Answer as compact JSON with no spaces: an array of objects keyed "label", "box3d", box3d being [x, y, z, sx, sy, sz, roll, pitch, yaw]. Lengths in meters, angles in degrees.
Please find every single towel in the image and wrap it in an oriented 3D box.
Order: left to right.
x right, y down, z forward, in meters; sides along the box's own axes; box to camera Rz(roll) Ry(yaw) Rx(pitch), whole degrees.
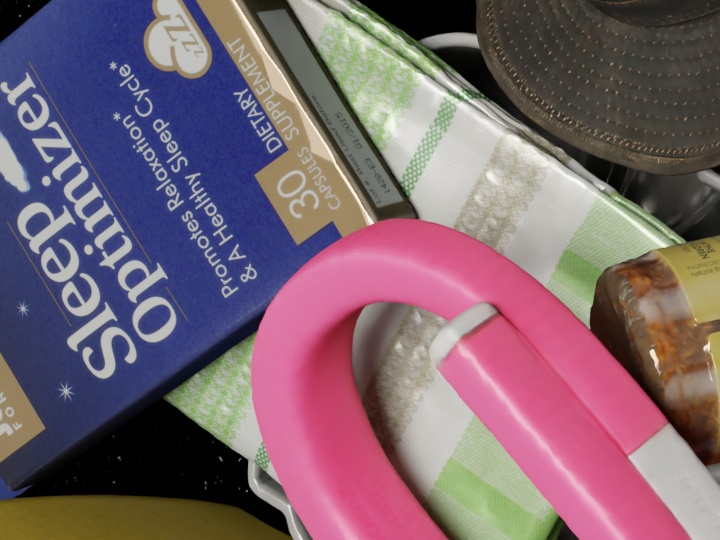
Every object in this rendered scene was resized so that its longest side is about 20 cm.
[{"label":"towel","box3d":[0.000,0.000,0.842,0.200,0.031,0.149,37,114,17]}]

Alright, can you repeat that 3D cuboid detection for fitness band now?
[{"label":"fitness band","box3d":[0.044,0.078,0.753,0.200,0.037,0.144,52,147,9]}]

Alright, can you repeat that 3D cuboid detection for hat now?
[{"label":"hat","box3d":[0.080,-0.127,0.743,0.200,0.081,0.201,-11,75,45]}]

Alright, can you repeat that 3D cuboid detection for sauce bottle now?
[{"label":"sauce bottle","box3d":[0.168,0.009,0.763,0.200,0.066,0.066,-10,92,-10]}]

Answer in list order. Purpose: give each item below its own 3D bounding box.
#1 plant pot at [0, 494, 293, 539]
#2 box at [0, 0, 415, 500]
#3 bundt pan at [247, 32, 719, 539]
[{"label":"plant pot","box3d":[-0.058,0.185,0.888,0.200,0.176,0.200,25,113,22]},{"label":"box","box3d":[-0.091,-0.014,0.852,0.200,0.032,0.121,-36,82,28]},{"label":"bundt pan","box3d":[0.056,0.022,0.868,0.202,0.076,0.202,3,97,28]}]
